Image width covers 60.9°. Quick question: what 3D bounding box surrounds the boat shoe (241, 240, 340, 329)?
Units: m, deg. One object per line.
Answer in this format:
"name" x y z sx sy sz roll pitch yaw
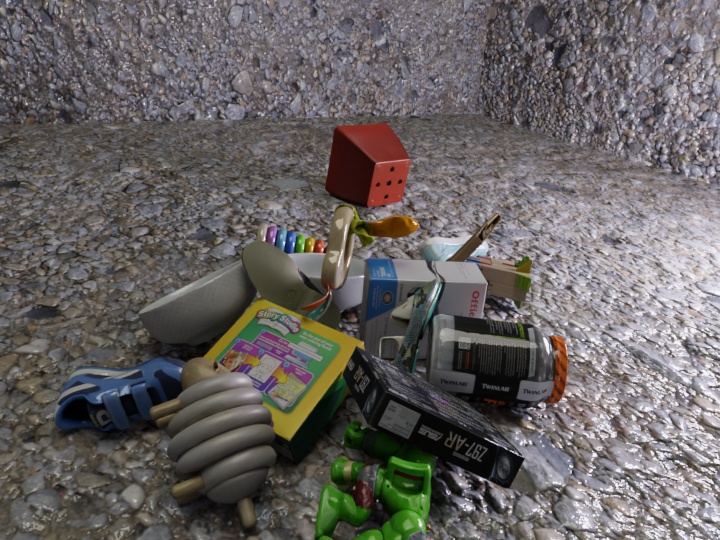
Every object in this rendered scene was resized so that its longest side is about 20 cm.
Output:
"boat shoe" -0.116 0.028 0.967 0.074 0.201 0.063 -54 29 -13

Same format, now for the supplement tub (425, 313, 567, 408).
"supplement tub" 0.199 0.137 0.913 0.194 0.126 0.123 7 23 4

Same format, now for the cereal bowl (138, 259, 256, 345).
"cereal bowl" -0.247 0.059 0.984 0.196 0.085 0.200 -26 9 4

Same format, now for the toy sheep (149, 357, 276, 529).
"toy sheep" -0.161 0.195 0.704 0.135 0.138 0.204 -12 70 -34

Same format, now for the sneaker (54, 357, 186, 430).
"sneaker" -0.302 0.168 0.795 0.194 0.076 0.083 -10 25 8

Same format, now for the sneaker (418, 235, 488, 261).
"sneaker" 0.220 -0.025 1.376 0.196 0.075 0.083 -5 54 -33

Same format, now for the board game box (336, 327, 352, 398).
"board game box" -0.072 0.136 0.971 0.133 0.036 0.199 -10 28 -30

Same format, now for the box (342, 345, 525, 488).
"box" 0.083 0.175 0.753 0.197 0.044 0.160 28 3 -17

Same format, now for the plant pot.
"plant pot" 0.035 -0.294 1.785 0.196 0.204 0.176 -13 39 -35

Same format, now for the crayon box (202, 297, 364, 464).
"crayon box" -0.116 0.142 0.849 0.196 0.059 0.173 19 50 29

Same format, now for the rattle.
"rattle" 0.000 0.000 0.935 0.140 0.132 0.203 20 42 -6

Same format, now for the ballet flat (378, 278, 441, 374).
"ballet flat" 0.066 0.097 0.915 0.072 0.075 0.204 12 67 18

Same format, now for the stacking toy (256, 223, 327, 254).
"stacking toy" -0.126 -0.047 1.325 0.194 0.088 0.086 7 23 -5

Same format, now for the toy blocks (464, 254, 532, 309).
"toy blocks" 0.265 0.009 1.236 0.133 0.103 0.200 13 11 9

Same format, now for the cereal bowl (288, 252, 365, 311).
"cereal bowl" -0.072 0.029 1.133 0.194 0.086 0.200 4 13 -1

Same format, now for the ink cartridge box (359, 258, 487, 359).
"ink cartridge box" 0.101 0.065 1.025 0.194 0.148 0.085 2 24 -6

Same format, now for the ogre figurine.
"ogre figurine" 0.020 0.245 0.666 0.116 0.101 0.200 -1 8 13

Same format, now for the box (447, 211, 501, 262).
"box" 0.187 -0.019 1.197 0.021 0.200 0.163 44 32 3
